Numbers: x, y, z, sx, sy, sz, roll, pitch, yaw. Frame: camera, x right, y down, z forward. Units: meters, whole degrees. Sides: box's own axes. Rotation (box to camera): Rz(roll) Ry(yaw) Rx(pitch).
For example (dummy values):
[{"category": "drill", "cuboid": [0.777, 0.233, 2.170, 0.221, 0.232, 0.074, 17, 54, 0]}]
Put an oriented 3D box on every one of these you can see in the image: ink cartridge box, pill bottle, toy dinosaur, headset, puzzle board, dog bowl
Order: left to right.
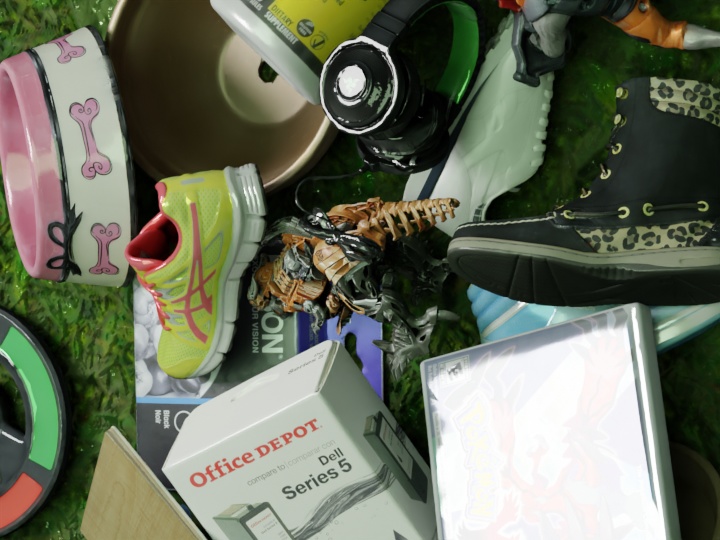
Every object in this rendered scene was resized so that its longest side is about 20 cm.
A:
[{"category": "dog bowl", "cuboid": [-0.225, -0.081, 1.774, 0.074, 0.200, 0.201, -9, 88, -15]}, {"category": "puzzle board", "cuboid": [-0.152, 0.213, 1.786, 0.151, 0.017, 0.200, 48, 153, 14]}, {"category": "ink cartridge box", "cuboid": [-0.079, 0.073, 1.802, 0.200, 0.043, 0.199, -1, 91, 23]}, {"category": "ink cartridge box", "cuboid": [-0.027, 0.172, 1.718, 0.145, 0.084, 0.200, -28, 108, 23]}, {"category": "pill bottle", "cuboid": [0.000, -0.222, 1.635, 0.111, 0.111, 0.200, 43, 89, 16]}, {"category": "toy dinosaur", "cuboid": [0.000, 0.000, 1.688, 0.136, 0.200, 0.102, 37, 70, -20]}, {"category": "headset", "cuboid": [0.027, -0.102, 1.606, 0.094, 0.124, 0.200, 31, 81, 31]}]

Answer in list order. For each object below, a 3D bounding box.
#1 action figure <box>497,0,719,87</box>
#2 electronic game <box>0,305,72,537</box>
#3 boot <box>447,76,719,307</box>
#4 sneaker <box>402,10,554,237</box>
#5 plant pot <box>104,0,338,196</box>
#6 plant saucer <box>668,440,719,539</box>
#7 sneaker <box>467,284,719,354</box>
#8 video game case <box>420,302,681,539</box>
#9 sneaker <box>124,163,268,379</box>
[{"category": "action figure", "cuboid": [0.167, -0.228, 1.614, 0.193, 0.105, 0.200, -2, 92, -13]}, {"category": "electronic game", "cuboid": [-0.322, 0.122, 1.911, 0.200, 0.042, 0.200, 1, 92, 23]}, {"category": "boot", "cuboid": [0.166, -0.056, 1.632, 0.203, 0.074, 0.154, 3, 64, 6]}, {"category": "sneaker", "cuboid": [0.107, -0.116, 1.706, 0.080, 0.076, 0.200, 30, 105, 1]}, {"category": "plant pot", "cuboid": [-0.086, -0.152, 1.768, 0.201, 0.093, 0.201, 1, 93, 24]}, {"category": "plant saucer", "cuboid": [0.170, 0.202, 1.641, 0.200, 0.200, 0.029, -22, 123, 23]}, {"category": "sneaker", "cuboid": [0.162, 0.011, 1.674, 0.200, 0.080, 0.131, -23, 84, 22]}, {"category": "video game case", "cuboid": [0.129, 0.138, 1.620, 0.182, 0.023, 0.200, -17, 69, 32]}, {"category": "sneaker", "cuboid": [-0.133, -0.001, 1.720, 0.078, 0.090, 0.200, -112, 30, -45]}]
